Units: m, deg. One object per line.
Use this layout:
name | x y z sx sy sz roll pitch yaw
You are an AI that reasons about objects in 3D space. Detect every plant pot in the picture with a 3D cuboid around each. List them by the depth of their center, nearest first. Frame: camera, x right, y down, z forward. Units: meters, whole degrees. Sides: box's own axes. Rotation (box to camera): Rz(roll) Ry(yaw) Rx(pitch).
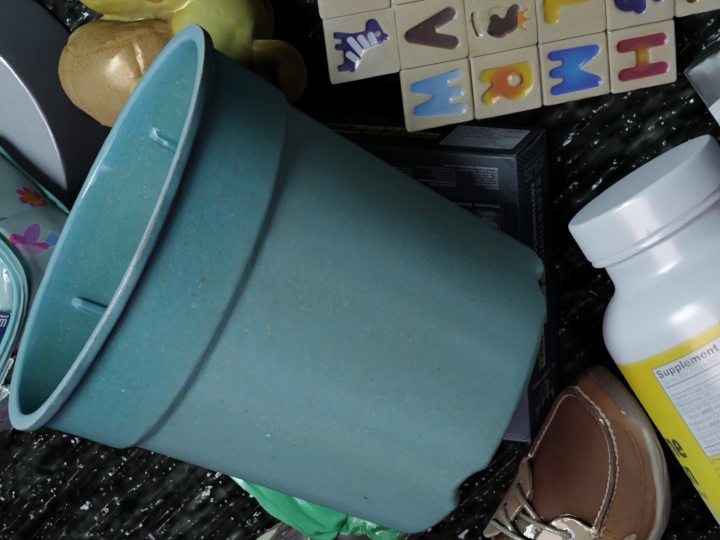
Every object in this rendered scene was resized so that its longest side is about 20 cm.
plant pot | -0.032 0.019 1.128 0.196 0.200 0.200 25 124 -15

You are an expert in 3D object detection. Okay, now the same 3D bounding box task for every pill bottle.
pill bottle | 0.185 0.041 1.152 0.112 0.112 0.200 -30 96 32

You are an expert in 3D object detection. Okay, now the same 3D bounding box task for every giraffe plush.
giraffe plush | -0.111 -0.144 1.212 0.199 0.173 0.163 -22 115 -3

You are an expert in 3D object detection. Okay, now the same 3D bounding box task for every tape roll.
tape roll | -0.230 -0.062 1.335 0.200 0.066 0.201 10 116 22

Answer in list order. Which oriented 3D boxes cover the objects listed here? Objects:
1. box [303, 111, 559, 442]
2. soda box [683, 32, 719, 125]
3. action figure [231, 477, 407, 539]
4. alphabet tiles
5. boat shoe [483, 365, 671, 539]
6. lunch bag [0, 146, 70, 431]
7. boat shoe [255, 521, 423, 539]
box | 0.000 0.000 1.259 0.199 0.051 0.158 5 113 23
soda box | 0.235 -0.035 1.119 0.063 0.071 0.200 -33 95 31
action figure | -0.052 0.072 1.246 0.200 0.055 0.118 43 128 14
alphabet tiles | 0.077 -0.148 1.109 0.199 0.006 0.167 -11 121 -7
boat shoe | 0.102 0.131 1.217 0.076 0.072 0.200 45 148 34
lunch bag | -0.240 -0.001 1.273 0.200 0.077 0.161 39 122 16
boat shoe | -0.015 0.155 1.308 0.073 0.065 0.200 29 135 -10
